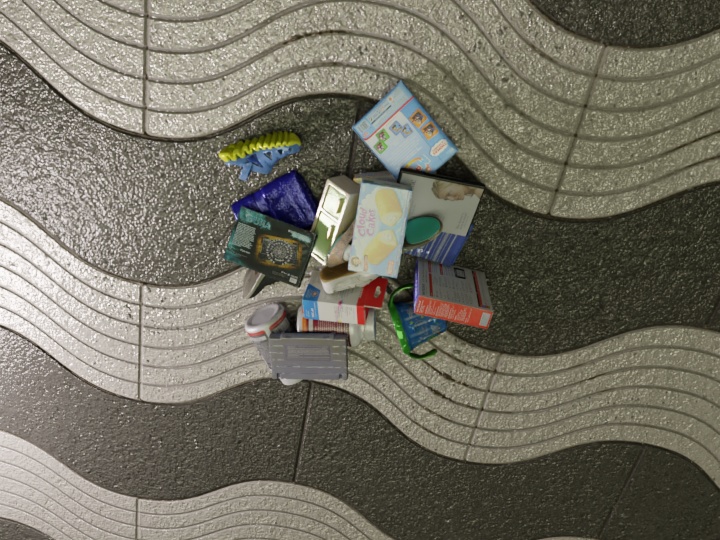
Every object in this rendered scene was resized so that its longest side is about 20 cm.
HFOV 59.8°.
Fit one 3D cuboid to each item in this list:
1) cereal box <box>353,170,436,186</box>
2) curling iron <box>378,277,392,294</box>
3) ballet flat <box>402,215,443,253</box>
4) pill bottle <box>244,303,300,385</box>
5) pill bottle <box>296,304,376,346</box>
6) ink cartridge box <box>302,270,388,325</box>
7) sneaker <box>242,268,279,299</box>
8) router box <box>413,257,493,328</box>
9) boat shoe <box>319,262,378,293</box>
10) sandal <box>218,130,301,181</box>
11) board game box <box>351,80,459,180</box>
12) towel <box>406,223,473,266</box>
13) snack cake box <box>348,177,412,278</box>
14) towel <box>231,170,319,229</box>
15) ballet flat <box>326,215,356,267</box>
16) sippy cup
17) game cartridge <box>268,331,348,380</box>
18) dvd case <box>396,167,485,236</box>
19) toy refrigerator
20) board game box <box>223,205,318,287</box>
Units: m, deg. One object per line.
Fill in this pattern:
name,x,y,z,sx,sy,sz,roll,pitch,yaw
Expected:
cereal box,0.088,-0.168,1.501,0.197,0.040,0.146,-4,118,5
curling iron,0.000,0.000,1.601,0.199,0.026,0.050,33,117,-12
ballet flat,0.108,-0.074,1.465,0.198,0.064,0.068,-20,70,24
pill bottle,-0.213,0.198,1.665,0.115,0.116,0.202,-20,114,14
pill bottle,-0.060,0.142,1.627,0.197,0.113,0.114,-2,117,5
ink cartridge box,-0.035,0.069,1.568,0.197,0.117,0.068,6,131,10
sneaker,-0.223,0.015,1.598,0.105,0.076,0.200,12,138,-32
router box,0.219,0.050,1.514,0.177,0.201,0.049,13,118,-1
boat shoe,-0.001,0.006,1.534,0.197,0.071,0.070,-15,133,-5
sandal,-0.226,-0.266,1.458,0.197,0.080,0.088,-10,120,18
board game box,0.101,-0.298,1.412,0.151,0.037,0.200,-40,98,13
towel,0.158,-0.085,1.514,0.197,0.024,0.146,14,132,-12
snack cake box,0.042,-0.095,1.391,0.113,0.067,0.203,8,108,-2
towel,-0.203,-0.139,1.531,0.198,0.050,0.148,-27,113,16
ballet flat,-0.007,-0.076,1.467,0.067,0.068,0.201,40,104,26
sippy cup,0.149,0.128,1.605,0.129,0.141,0.179,-18,139,2
game cartridge,-0.130,0.216,1.588,0.197,0.038,0.131,1,113,3
dvd case,0.170,-0.154,1.433,0.197,0.018,0.144,10,131,-6
toy refrigerator,-0.064,-0.117,1.490,0.076,0.070,0.202,38,125,23
board game box,-0.214,-0.057,1.492,0.198,0.028,0.137,21,92,7
